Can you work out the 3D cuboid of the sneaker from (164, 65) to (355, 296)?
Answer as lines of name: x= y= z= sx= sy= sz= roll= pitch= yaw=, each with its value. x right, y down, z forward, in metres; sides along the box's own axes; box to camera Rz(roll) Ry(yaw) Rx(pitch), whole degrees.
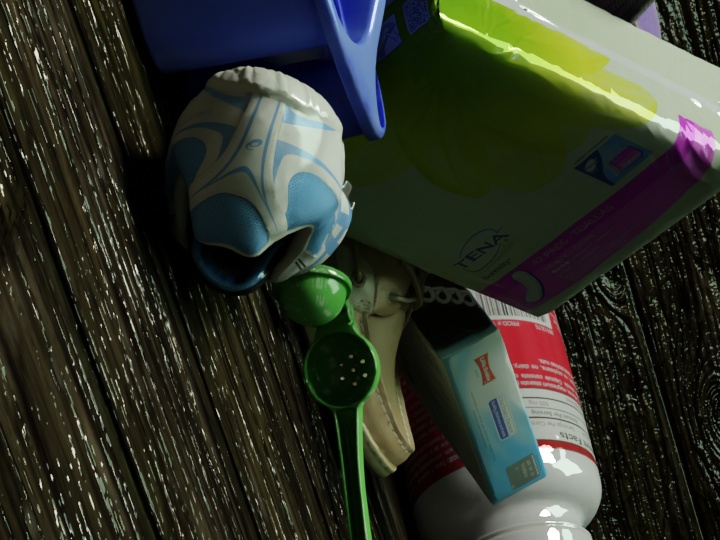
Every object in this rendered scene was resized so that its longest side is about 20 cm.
sneaker: x=-0.042 y=-0.022 z=0.972 sx=0.200 sy=0.072 sz=0.073 roll=89 pitch=26 yaw=-80

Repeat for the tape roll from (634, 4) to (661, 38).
tape roll: x=0.112 y=-0.101 z=1.565 sx=0.200 sy=0.085 sz=0.201 roll=-13 pitch=105 yaw=-61

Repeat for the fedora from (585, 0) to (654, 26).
fedora: x=0.051 y=-0.175 z=1.204 sx=0.200 sy=0.090 sz=0.178 roll=-11 pitch=-82 yaw=55

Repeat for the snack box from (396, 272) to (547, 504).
snack box: x=0.029 y=0.020 z=1.376 sx=0.200 sy=0.037 sz=0.116 roll=54 pitch=-11 yaw=46

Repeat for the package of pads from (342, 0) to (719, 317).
package of pads: x=0.059 y=-0.063 z=1.202 sx=0.199 sy=0.154 sz=0.068 roll=23 pitch=47 yaw=-33

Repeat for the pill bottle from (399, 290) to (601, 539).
pill bottle: x=0.076 y=0.099 z=1.505 sx=0.112 sy=0.112 sz=0.201 roll=65 pitch=11 yaw=-59

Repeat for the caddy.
caddy: x=-0.037 y=-0.138 z=1.070 sx=0.142 sy=0.105 sz=0.201 roll=65 pitch=10 yaw=-52

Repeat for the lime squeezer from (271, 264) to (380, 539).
lime squeezer: x=-0.023 y=0.033 z=1.161 sx=0.071 sy=0.038 sz=0.201 roll=-45 pitch=125 yaw=-48

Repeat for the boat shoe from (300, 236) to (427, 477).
boat shoe: x=0.000 y=0.000 z=1.266 sx=0.071 sy=0.064 sz=0.201 roll=49 pitch=25 yaw=-77
